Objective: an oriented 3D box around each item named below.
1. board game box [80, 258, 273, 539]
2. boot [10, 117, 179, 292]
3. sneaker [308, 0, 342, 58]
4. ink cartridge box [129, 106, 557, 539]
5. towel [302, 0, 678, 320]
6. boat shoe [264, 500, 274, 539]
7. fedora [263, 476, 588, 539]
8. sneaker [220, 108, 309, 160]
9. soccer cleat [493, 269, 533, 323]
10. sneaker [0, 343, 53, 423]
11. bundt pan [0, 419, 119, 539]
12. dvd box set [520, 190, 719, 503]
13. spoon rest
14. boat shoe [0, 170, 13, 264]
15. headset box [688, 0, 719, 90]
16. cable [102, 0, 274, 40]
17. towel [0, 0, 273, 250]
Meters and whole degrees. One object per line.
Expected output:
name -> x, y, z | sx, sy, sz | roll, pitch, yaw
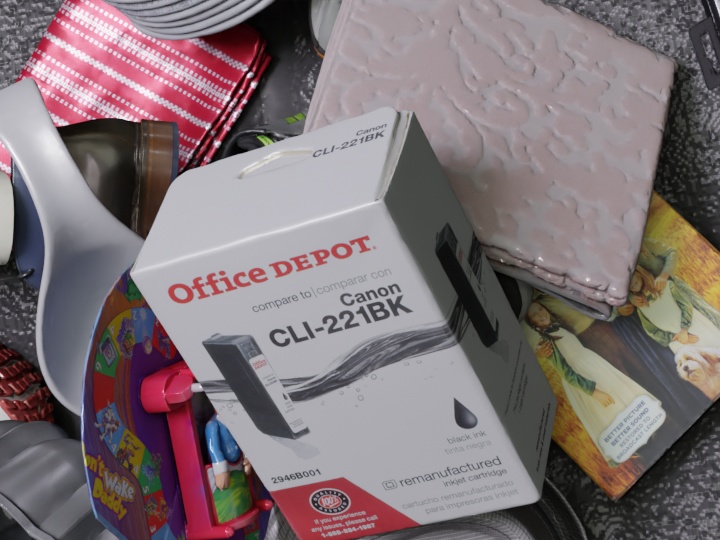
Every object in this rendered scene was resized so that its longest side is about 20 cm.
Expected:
board game box -> -0.078, 0.088, 0.908 | 0.039, 0.200, 0.159 | -8, 52, 25
boot -> -0.169, 0.003, 0.996 | 0.096, 0.075, 0.202 | 6, 108, -15
sneaker -> 0.043, -0.206, 1.011 | 0.092, 0.076, 0.201 | 29, 91, 10
ink cartridge box -> -0.004, 0.034, 0.864 | 0.143, 0.084, 0.201 | -15, 121, 24
towel -> 0.072, -0.086, 0.934 | 0.199, 0.032, 0.192 | 23, 54, -8
boat shoe -> -0.098, 0.102, 1.009 | 0.072, 0.072, 0.202 | -4, 88, 36
fedora -> 0.031, 0.179, 0.941 | 0.198, 0.090, 0.179 | -3, 86, 7
sneaker -> -0.030, -0.061, 1.000 | 0.199, 0.083, 0.071 | -35, 77, 6
soccer cleat -> 0.000, 0.000, 0.954 | 0.198, 0.086, 0.070 | 11, 109, 9
sneaker -> -0.276, 0.069, 1.050 | 0.199, 0.078, 0.083 | 24, 95, 23
bundt pan -> -0.167, 0.165, 0.959 | 0.201, 0.203, 0.076 | 36, 56, 15
dvd box set -> 0.129, 0.012, 0.981 | 0.146, 0.029, 0.200 | -45, 76, 5
spoon rest -> -0.151, -0.004, 0.924 | 0.099, 0.061, 0.201 | -29, 112, -13
boat shoe -> -0.266, -0.036, 1.005 | 0.067, 0.200, 0.073 | -5, 95, -28
headset box -> 0.283, -0.153, 0.936 | 0.199, 0.093, 0.176 | -19, 79, 10
cable -> -0.085, -0.230, 1.005 | 0.199, 0.069, 0.201 | -19, 49, 28
towel -> -0.161, -0.092, 1.066 | 0.144, 0.022, 0.201 | 32, 91, 16
